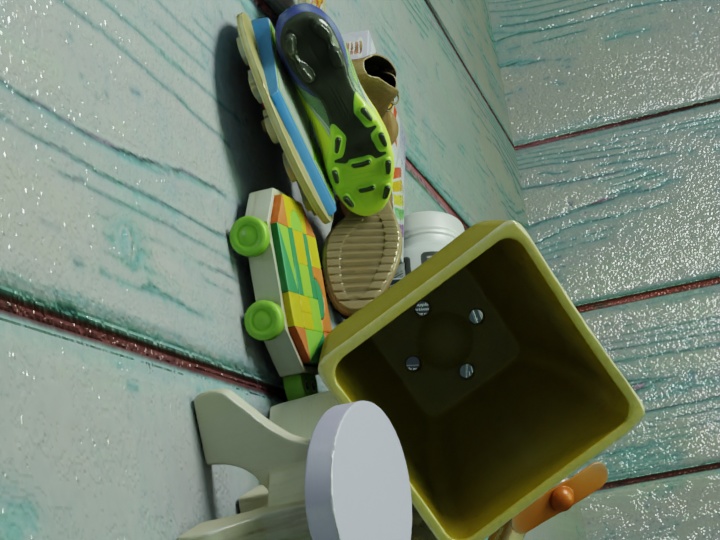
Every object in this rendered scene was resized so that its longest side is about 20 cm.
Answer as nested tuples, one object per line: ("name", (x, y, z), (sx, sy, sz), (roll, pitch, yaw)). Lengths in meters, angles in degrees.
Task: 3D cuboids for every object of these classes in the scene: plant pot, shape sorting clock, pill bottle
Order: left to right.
("shape sorting clock", (-0.069, -0.134, 1.303), (0.200, 0.039, 0.202), (-21, 90, -82))
("pill bottle", (0.081, 0.042, 1.659), (0.117, 0.115, 0.202), (59, 24, -55))
("plant pot", (0.084, 0.077, 1.223), (0.196, 0.193, 0.200), (54, 0, -12))

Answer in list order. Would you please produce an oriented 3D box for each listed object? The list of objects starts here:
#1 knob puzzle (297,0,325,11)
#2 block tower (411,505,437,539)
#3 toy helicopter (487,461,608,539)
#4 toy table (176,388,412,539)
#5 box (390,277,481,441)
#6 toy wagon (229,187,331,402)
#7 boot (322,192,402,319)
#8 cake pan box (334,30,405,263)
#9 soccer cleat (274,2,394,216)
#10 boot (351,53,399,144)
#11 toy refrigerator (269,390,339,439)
("knob puzzle", (-0.058, -0.261, 1.469), (0.220, 0.030, 0.222), (1, 90, -85))
("block tower", (0.096, 0.194, 1.318), (0.201, 0.054, 0.058), (-55, 143, -32))
("toy helicopter", (0.152, 0.231, 1.365), (0.079, 0.132, 0.201), (38, 65, -26))
("toy table", (-0.042, 0.167, 1.014), (0.200, 0.116, 0.186), (31, 49, -72))
("box", (0.061, 0.128, 1.442), (0.149, 0.106, 0.201), (65, 30, -45))
("toy wagon", (-0.058, 0.035, 1.233), (0.155, 0.039, 0.202), (20, 58, -75))
("boot", (0.000, 0.000, 1.399), (0.167, 0.071, 0.202), (96, 0, -52))
("cake pan box", (0.006, -0.130, 1.612), (0.185, 0.052, 0.202), (65, 22, -48))
("soccer cleat", (-0.020, -0.146, 1.302), (0.084, 0.064, 0.202), (-109, 176, -66))
("boot", (0.013, -0.163, 1.445), (0.200, 0.075, 0.074), (24, 46, -70))
("toy refrigerator", (-0.019, 0.206, 1.192), (0.076, 0.069, 0.202), (-91, 165, -65))
